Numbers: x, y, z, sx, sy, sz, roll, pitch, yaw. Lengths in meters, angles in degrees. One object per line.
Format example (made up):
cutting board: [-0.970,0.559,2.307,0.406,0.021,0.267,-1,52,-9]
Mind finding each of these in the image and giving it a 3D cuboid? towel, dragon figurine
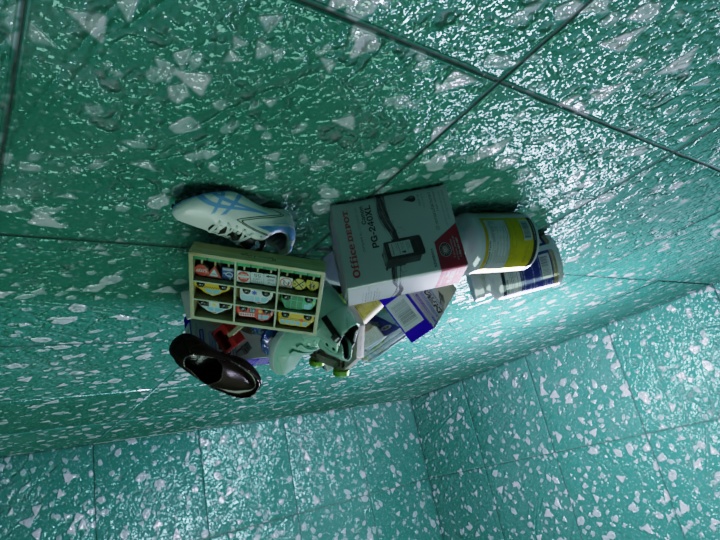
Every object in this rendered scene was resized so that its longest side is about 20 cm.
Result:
towel: [0.037,0.144,1.334,0.198,0.049,0.170,-31,-159,-27]
dragon figurine: [-0.161,0.106,0.962,0.099,0.059,0.201,-32,151,-21]

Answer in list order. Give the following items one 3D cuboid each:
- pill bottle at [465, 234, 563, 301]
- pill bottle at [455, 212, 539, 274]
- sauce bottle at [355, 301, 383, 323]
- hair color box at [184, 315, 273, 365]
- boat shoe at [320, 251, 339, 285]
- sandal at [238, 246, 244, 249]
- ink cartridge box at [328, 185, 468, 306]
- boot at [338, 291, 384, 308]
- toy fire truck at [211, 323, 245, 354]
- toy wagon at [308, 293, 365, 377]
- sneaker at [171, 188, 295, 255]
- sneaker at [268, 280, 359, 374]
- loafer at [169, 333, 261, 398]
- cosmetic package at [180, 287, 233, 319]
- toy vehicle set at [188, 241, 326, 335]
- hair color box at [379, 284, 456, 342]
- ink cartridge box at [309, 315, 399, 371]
pill bottle: [0.337,-0.001,1.214,0.196,0.118,0.116,-14,160,5]
pill bottle: [0.225,-0.051,1.014,0.196,0.114,0.112,-3,158,-25]
sauce bottle: [0.020,0.060,1.138,0.199,0.065,0.065,-41,170,-22]
hair color box: [-0.252,0.137,1.116,0.197,0.111,0.065,-1,157,-31]
boat shoe: [-0.001,-0.005,1.067,0.199,0.076,0.086,-14,165,-28]
sandal: [-0.192,-0.015,0.932,0.078,0.058,0.201,21,-176,13]
ink cartridge box: [0.055,-0.041,0.884,0.196,0.148,0.084,-11,161,-6]
boot: [-0.019,0.067,1.203,0.155,0.081,0.210,-15,175,21]
toy fire truck: [-0.175,0.067,1.032,0.199,0.049,0.141,-38,180,22]
toy wagon: [-0.074,0.114,1.076,0.198,0.159,0.039,13,-166,40]
sneaker: [-0.174,-0.066,0.784,0.198,0.074,0.071,10,152,-44]
sneaker: [-0.079,0.131,0.914,0.073,0.118,0.202,-5,135,-52]
loafer: [-0.265,0.193,1.009,0.199,0.071,0.073,35,95,-33]
cosmetic package: [-0.241,0.041,0.957,0.081,0.052,0.200,-16,-178,1]
toy vehicle set: [-0.155,0.030,0.814,0.196,0.027,0.126,8,126,-3]
hair color box: [0.117,0.044,1.070,0.064,0.110,0.200,-36,-177,27]
ink cartridge box: [-0.033,0.145,1.273,0.198,0.044,0.196,-30,-163,-17]
